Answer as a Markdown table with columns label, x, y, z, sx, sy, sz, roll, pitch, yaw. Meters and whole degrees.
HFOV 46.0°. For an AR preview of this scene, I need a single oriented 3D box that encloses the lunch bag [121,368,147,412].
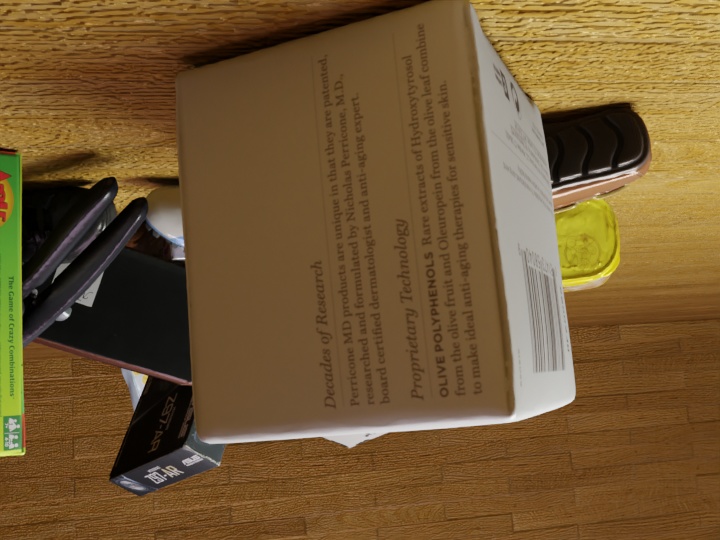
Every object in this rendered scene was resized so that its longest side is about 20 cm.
| label | x | y | z | sx | sy | sz | roll | pitch | yaw |
| --- | --- | --- | --- | --- | --- | --- | --- | --- | --- |
| lunch bag | -0.253 | 0.122 | 1.200 | 0.125 | 0.173 | 0.199 | -8 | -171 | 33 |

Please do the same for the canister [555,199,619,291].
| label | x | y | z | sx | sy | sz | roll | pitch | yaw |
| --- | --- | --- | --- | --- | --- | --- | --- | --- | --- |
| canister | 0.207 | -0.022 | 0.927 | 0.145 | 0.089 | 0.200 | -6 | 173 | 16 |

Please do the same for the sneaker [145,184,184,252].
| label | x | y | z | sx | sy | sz | roll | pitch | yaw |
| --- | --- | --- | --- | --- | --- | --- | --- | --- | --- |
| sneaker | -0.081 | -0.049 | 0.705 | 0.196 | 0.073 | 0.073 | 6 | 135 | -21 |

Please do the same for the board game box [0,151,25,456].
| label | x | y | z | sx | sy | sz | roll | pitch | yaw |
| --- | --- | --- | --- | --- | --- | --- | --- | --- | --- |
| board game box | -0.278 | 0.021 | 0.554 | 0.100 | 0.205 | 0.047 | 3 | 170 | -40 |

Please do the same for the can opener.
| label | x | y | z | sx | sy | sz | roll | pitch | yaw |
| --- | --- | --- | --- | --- | --- | --- | --- | --- | --- |
| can opener | -0.229 | 0.006 | 0.638 | 0.199 | 0.079 | 0.063 | -38 | 134 | 17 |

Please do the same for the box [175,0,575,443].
| label | x | y | z | sx | sy | sz | roll | pitch | yaw |
| --- | --- | --- | --- | --- | --- | --- | --- | --- | --- |
| box | 0.019 | -0.011 | 0.492 | 0.168 | 0.204 | 0.198 | -9 | 171 | 21 |

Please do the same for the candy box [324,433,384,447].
| label | x | y | z | sx | sy | sz | roll | pitch | yaw |
| --- | --- | --- | --- | --- | --- | --- | --- | --- | --- |
| candy box | -0.039 | 0.118 | 0.955 | 0.198 | 0.073 | 0.167 | 27 | 143 | -25 |

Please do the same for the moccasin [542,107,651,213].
| label | x | y | z | sx | sy | sz | roll | pitch | yaw |
| --- | --- | --- | --- | --- | --- | --- | --- | --- | --- |
| moccasin | 0.108 | -0.070 | 0.620 | 0.197 | 0.075 | 0.078 | -15 | 162 | 7 |

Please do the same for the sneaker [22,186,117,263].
| label | x | y | z | sx | sy | sz | roll | pitch | yaw |
| --- | --- | --- | --- | --- | --- | --- | --- | --- | --- |
| sneaker | -0.299 | -0.035 | 0.659 | 0.196 | 0.061 | 0.104 | -4 | 177 | 19 |

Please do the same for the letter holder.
| label | x | y | z | sx | sy | sz | roll | pitch | yaw |
| --- | --- | --- | --- | --- | --- | --- | --- | --- | --- |
| letter holder | -0.248 | 0.035 | 0.809 | 0.197 | 0.102 | 0.142 | 19 | 165 | -15 |

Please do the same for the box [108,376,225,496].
| label | x | y | z | sx | sy | sz | roll | pitch | yaw |
| --- | --- | --- | --- | --- | --- | --- | --- | --- | --- |
| box | -0.181 | 0.125 | 0.904 | 0.043 | 0.203 | 0.159 | 35 | 139 | -26 |

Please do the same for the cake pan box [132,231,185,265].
| label | x | y | z | sx | sy | sz | roll | pitch | yaw |
| --- | --- | --- | --- | --- | --- | --- | --- | --- | --- |
| cake pan box | -0.131 | -0.020 | 0.892 | 0.181 | 0.053 | 0.199 | -3 | 172 | -27 |
